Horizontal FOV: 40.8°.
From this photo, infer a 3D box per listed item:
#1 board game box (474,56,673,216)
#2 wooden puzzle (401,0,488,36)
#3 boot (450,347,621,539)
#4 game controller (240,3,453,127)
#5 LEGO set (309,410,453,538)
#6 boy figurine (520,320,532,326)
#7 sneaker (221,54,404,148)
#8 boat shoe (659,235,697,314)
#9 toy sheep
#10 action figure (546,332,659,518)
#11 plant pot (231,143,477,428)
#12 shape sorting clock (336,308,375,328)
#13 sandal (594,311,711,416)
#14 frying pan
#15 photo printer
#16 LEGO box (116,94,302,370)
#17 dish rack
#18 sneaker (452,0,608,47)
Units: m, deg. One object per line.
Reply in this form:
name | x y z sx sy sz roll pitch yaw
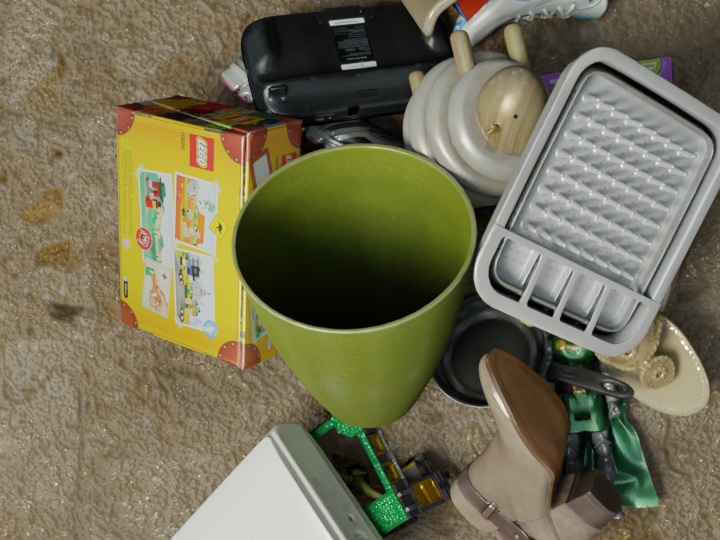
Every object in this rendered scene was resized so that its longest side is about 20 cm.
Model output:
board game box | 0.181 -0.116 0.867 0.197 0.032 0.122 -4 86 22
wooden puzzle | 0.122 -0.282 0.826 0.199 0.186 0.046 -39 115 12
boot | 0.131 0.176 0.861 0.201 0.070 0.146 53 136 -2
game controller | -0.006 -0.186 0.866 0.197 0.042 0.106 -10 68 -20
LEGO set | -0.006 0.205 0.932 0.200 0.115 0.154 -48 67 23
boy figurine | 0.185 -0.045 0.809 0.124 0.064 0.201 39 95 21
sneaker | -0.031 -0.165 0.904 0.198 0.074 0.088 31 100 7
boat shoe | 0.263 -0.045 0.871 0.071 0.072 0.203 19 104 6
toy sheep | 0.095 -0.118 0.804 0.135 0.200 0.141 2 81 -15
action figure | 0.206 0.129 0.905 0.116 0.055 0.204 -8 91 11
plant pot | 0.003 0.035 0.796 0.183 0.189 0.202 -3 140 4
shape sorting clock | 0.000 0.000 0.903 0.196 0.039 0.204 -3 107 -10
sandal | 0.215 0.046 0.837 0.077 0.069 0.213 -40 79 31
frying pan | 0.153 0.072 0.890 0.187 0.031 0.117 -5 60 18
photo printer | -0.083 0.262 0.870 0.200 0.069 0.167 -47 68 24
LEGO box | -0.132 -0.037 0.838 0.147 0.077 0.204 16 113 30
dish rack | 0.179 -0.050 0.731 0.170 0.044 0.202 22 99 -24
sneaker | 0.174 -0.251 0.866 0.199 0.075 0.087 -36 95 11
